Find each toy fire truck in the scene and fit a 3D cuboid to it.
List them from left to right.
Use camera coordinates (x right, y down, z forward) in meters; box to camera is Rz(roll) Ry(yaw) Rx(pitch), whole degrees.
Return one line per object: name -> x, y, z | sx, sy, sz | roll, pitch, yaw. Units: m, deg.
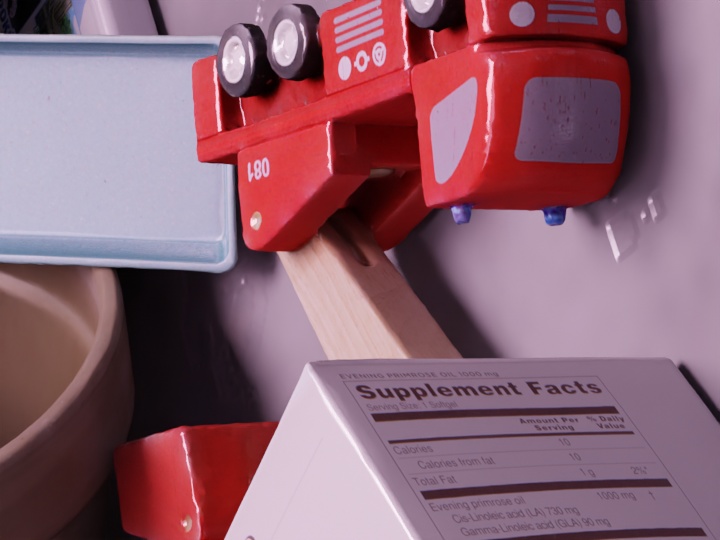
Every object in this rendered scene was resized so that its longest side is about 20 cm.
toy fire truck -> 0.000, 0.000, 0.797 | 0.200, 0.049, 0.141 | -14, 79, 55

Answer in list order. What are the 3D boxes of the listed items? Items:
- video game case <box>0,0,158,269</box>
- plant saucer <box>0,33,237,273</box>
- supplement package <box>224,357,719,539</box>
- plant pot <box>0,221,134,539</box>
video game case -> -0.126, -0.070, 1.013 | 0.182, 0.022, 0.200 | -47, 52, 46
plant saucer -> -0.131, -0.038, 0.902 | 0.200, 0.019, 0.070 | 2, 99, 15
supplement package -> 0.053, 0.124, 0.661 | 0.200, 0.109, 0.114 | 56, 133, 40
plant pot -> -0.160, 0.091, 0.923 | 0.200, 0.200, 0.174 | 41, 146, 49
